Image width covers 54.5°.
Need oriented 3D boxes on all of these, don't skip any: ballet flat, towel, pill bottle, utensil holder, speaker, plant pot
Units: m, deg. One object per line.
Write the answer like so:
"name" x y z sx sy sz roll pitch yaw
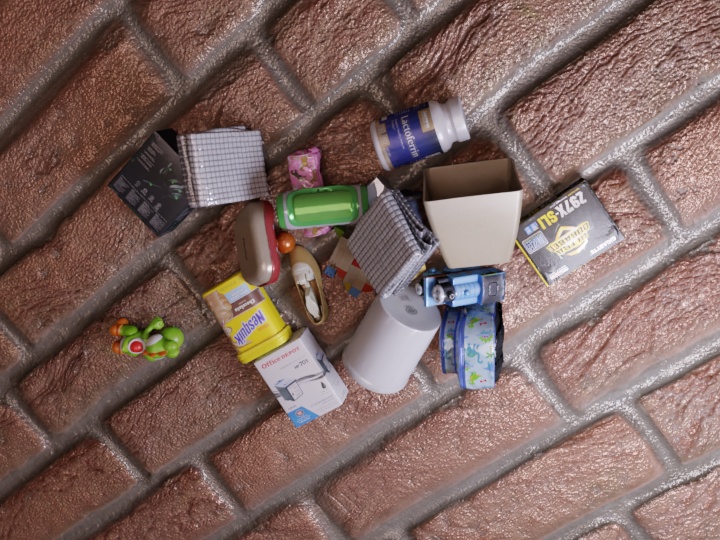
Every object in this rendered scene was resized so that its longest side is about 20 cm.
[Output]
"ballet flat" -0.123 0.038 1.682 0.068 0.063 0.201 -18 102 14
"towel" 0.066 -0.058 1.480 0.166 0.085 0.200 60 143 20
"pill bottle" 0.130 -0.299 1.513 0.199 0.116 0.116 -17 102 14
"utensil holder" 0.073 0.155 1.602 0.169 0.170 0.201 29 123 1
"speaker" -0.081 -0.139 1.533 0.199 0.088 0.089 -5 105 1
"plant pot" 0.244 -0.117 1.511 0.199 0.200 0.178 -6 118 9
"towel" -0.310 -0.235 1.569 0.085 0.200 0.167 1 104 40

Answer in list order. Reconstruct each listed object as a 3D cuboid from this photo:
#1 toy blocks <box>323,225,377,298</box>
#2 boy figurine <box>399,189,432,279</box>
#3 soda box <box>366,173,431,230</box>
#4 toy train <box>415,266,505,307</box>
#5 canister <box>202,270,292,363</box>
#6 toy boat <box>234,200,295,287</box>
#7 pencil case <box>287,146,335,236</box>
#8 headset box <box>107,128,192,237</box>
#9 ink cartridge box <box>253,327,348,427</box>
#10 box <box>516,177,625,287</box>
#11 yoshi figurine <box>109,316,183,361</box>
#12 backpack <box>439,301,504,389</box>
"toy blocks" 0.000 0.000 1.644 0.199 0.100 0.137 29 120 2
"boy figurine" 0.112 -0.073 1.533 0.124 0.064 0.201 8 112 43
"soda box" 0.084 -0.123 1.599 0.068 0.064 0.200 -41 96 18
"toy train" 0.224 0.035 1.561 0.199 0.114 0.087 -7 104 -24
"canister" -0.280 0.109 1.721 0.148 0.087 0.201 -29 98 16
"toy boat" -0.214 -0.066 1.647 0.130 0.130 0.201 -16 83 55
"pencil case" -0.114 -0.181 1.608 0.086 0.083 0.201 -11 103 4
"headset box" -0.460 -0.213 1.655 0.174 0.093 0.200 45 108 -4
"ink cartridge box" -0.147 0.266 1.742 0.146 0.086 0.201 -30 100 17
"box" 0.455 -0.084 1.552 0.200 0.049 0.160 -34 96 17
"yoshi figurine" -0.537 0.178 1.797 0.199 0.112 0.113 8 67 22
"backpack" 0.252 0.171 1.581 0.146 0.200 0.184 -2 106 11
